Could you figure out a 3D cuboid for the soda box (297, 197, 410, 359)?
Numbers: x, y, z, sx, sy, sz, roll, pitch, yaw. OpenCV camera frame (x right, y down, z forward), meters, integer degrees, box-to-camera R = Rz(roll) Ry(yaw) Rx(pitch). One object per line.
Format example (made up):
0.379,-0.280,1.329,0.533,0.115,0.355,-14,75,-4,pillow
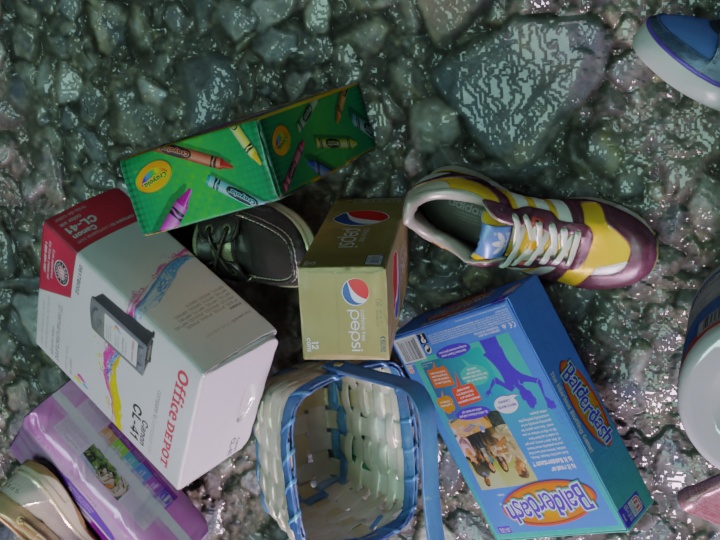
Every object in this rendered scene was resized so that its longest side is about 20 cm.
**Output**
0.000,0.000,0.824,0.063,0.200,0.069,-1,107,8,soda box

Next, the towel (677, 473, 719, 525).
0.341,0.133,0.781,0.199,0.143,0.023,-38,49,26,towel

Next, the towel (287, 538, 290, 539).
-0.021,0.352,1.039,0.200,0.023,0.144,45,118,5,towel

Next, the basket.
-0.003,0.155,0.895,0.199,0.137,0.180,20,119,53,basket

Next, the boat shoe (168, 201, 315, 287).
-0.110,-0.022,0.894,0.199,0.065,0.073,20,121,48,boat shoe

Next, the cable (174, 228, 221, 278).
-0.202,0.057,1.008,0.163,0.051,0.201,42,117,5,cable

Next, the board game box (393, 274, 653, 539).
0.125,0.117,0.870,0.151,0.045,0.202,-21,98,51,board game box

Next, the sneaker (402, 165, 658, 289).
0.127,-0.024,0.830,0.197,0.090,0.076,14,111,17,sneaker

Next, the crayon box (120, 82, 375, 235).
-0.078,-0.089,0.829,0.117,0.200,0.059,-13,101,24,crayon box

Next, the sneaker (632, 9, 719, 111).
0.297,-0.170,0.711,0.197,0.081,0.148,25,126,5,sneaker

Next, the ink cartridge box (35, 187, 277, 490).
-0.174,0.054,0.891,0.199,0.085,0.149,40,134,23,ink cartridge box

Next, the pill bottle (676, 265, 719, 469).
0.277,0.052,0.734,0.110,0.200,0.114,6,109,20,pill bottle

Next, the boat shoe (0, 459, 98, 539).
-0.282,0.274,1.020,0.073,0.069,0.202,-1,123,49,boat shoe

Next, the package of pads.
-0.242,0.208,1.040,0.200,0.076,0.121,47,143,2,package of pads
